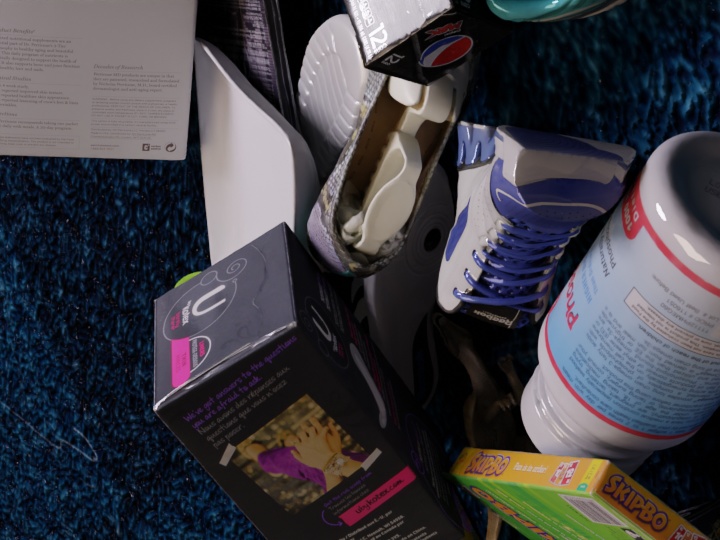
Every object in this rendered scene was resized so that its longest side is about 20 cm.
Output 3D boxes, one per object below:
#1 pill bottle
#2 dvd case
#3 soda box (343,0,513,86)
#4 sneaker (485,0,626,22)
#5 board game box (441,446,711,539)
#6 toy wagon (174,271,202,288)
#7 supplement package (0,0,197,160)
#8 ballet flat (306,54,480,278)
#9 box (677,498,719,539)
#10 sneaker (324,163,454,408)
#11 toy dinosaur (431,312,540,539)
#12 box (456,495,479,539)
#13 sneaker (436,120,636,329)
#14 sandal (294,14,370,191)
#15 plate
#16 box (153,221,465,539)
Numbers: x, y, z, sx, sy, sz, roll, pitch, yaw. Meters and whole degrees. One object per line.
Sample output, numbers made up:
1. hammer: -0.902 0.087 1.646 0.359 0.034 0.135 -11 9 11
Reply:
1. pill bottle: 0.164 0.028 0.884 0.109 0.108 0.201 51 139 22
2. dvd case: -0.079 -0.121 1.166 0.149 0.016 0.202 22 124 63
3. soda box: 0.018 -0.213 0.939 0.071 0.063 0.201 -30 67 31
4. sneaker: 0.141 -0.180 0.838 0.200 0.079 0.078 -34 79 52
5. board game box: 0.124 0.141 0.939 0.095 0.030 0.200 38 162 -15
6. toy wagon: -0.105 0.078 1.231 0.200 0.039 0.156 -123 13 -59
7. supplement package: -0.198 -0.204 1.152 0.151 0.151 0.201 -106 21 -54
8. ballet flat: 0.030 -0.085 0.981 0.072 0.072 0.201 30 100 40
9. box: 0.194 0.261 1.008 0.198 0.049 0.201 -32 80 52
10. sneaker: 0.000 0.000 1.106 0.112 0.073 0.201 32 129 40
11. toy dinosaur: 0.094 0.125 1.077 0.101 0.058 0.202 -173 74 -66
12. box: -0.032 0.259 1.161 0.192 0.199 0.123 -39 75 51
13. sneaker: 0.094 -0.021 0.905 0.199 0.080 0.116 -140 58 -80
14. sandal: -0.010 -0.106 1.092 0.203 0.049 0.083 115 137 -60
15. plate: -0.067 -0.040 1.114 0.200 0.032 0.201 -131 33 -53
16. box: -0.033 0.093 1.007 0.200 0.106 0.123 54 -168 -29
